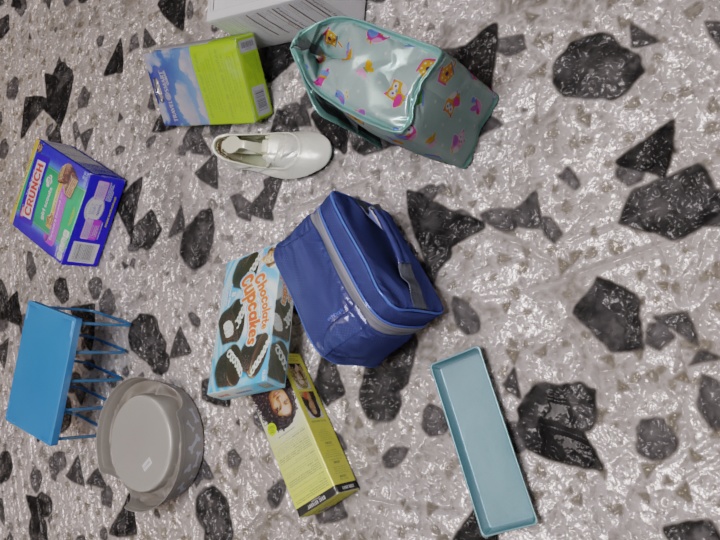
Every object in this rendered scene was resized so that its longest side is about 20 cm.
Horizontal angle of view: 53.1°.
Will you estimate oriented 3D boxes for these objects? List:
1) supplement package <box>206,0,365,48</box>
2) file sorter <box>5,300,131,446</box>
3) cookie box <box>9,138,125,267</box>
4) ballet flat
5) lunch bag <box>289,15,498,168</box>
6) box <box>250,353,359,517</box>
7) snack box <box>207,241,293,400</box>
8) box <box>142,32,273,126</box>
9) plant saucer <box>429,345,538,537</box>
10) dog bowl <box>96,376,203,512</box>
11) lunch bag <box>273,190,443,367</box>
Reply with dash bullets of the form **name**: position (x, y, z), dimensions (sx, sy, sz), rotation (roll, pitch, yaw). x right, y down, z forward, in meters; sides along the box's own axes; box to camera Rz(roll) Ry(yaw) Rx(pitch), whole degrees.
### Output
- **supplement package**: position (-0.101, -0.392, 0.996), dimensions (0.200, 0.109, 0.114), rotation (3, 86, 36)
- **file sorter**: position (-0.474, 0.164, 1.183), dimensions (0.139, 0.123, 0.200), rotation (13, 92, 35)
- **cookie box**: position (-0.526, -0.122, 1.286), dimensions (0.200, 0.075, 0.171), rotation (29, 102, 35)
- **ballet flat**: position (-0.134, -0.168, 1.019), dimensions (0.200, 0.069, 0.070), rotation (8, 89, 36)
- **lunch bag**: position (0.030, -0.209, 0.841), dimensions (0.200, 0.170, 0.122), rotation (28, 98, 31)
- **box**: position (-0.080, 0.212, 0.942), dimensions (0.075, 0.050, 0.200), rotation (-40, 64, 24)
- **snack box**: position (-0.144, 0.068, 0.977), dimensions (0.116, 0.037, 0.200), rotation (-18, 56, 35)
- **box**: position (-0.231, -0.282, 1.082), dimensions (0.200, 0.048, 0.122), rotation (6, 120, 35)
- **plant saucer**: position (0.138, 0.190, 0.810), dimensions (0.070, 0.019, 0.200), rotation (-27, 69, 30)
- **dog bowl**: position (-0.320, 0.262, 1.101), dimensions (0.200, 0.059, 0.200), rotation (-5, 82, 35)
- **lunch bag**: position (0.000, 0.000, 0.859), dimensions (0.132, 0.136, 0.200), rotation (-40, 62, 24)
